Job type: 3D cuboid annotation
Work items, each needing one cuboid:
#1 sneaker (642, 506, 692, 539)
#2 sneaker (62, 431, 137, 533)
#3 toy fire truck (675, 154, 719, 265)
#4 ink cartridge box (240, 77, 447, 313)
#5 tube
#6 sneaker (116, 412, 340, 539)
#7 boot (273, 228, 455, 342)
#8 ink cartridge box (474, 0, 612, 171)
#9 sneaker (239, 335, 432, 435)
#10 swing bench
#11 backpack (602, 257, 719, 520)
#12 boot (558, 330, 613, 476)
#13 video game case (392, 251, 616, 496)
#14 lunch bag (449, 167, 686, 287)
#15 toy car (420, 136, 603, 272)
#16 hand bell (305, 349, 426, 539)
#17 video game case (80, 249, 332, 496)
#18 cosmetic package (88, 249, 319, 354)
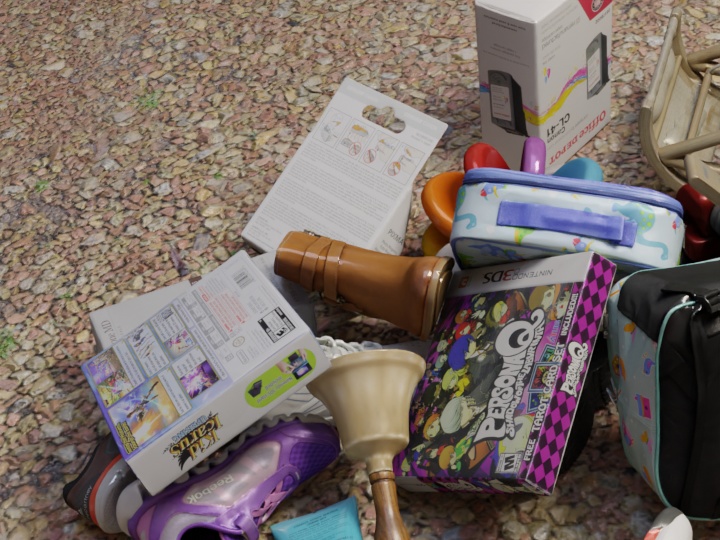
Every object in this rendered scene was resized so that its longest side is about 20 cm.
[{"bbox_3d":[0.242,0.269,1.159,0.107,0.068,0.202,12,46,24],"label":"sneaker"},{"bbox_3d":[-0.191,0.145,1.405,0.081,0.078,0.200,11,40,36],"label":"sneaker"},{"bbox_3d":[0.333,-0.039,1.419,0.127,0.201,0.177,-15,38,-9],"label":"toy fire truck"},{"bbox_3d":[-0.009,-0.077,1.592,0.162,0.057,0.201,30,80,40],"label":"ink cartridge box"},{"bbox_3d":[-0.019,0.253,1.254,0.077,0.051,0.201,-16,34,-5],"label":"tube"},{"bbox_3d":[-0.100,0.194,1.325,0.199,0.081,0.089,-25,47,-12],"label":"sneaker"},{"bbox_3d":[0.000,0.000,1.418,0.154,0.077,0.200,21,-1,-3],"label":"boot"},{"bbox_3d":[0.198,-0.220,1.681,0.085,0.201,0.147,23,48,34],"label":"ink cartridge box"},{"bbox_3d":[-0.017,0.098,1.415,0.198,0.088,0.075,-17,36,-12],"label":"sneaker"},{"bbox_3d":[0.403,-0.172,1.642,0.198,0.131,0.200,2,39,23],"label":"swing bench"},{"bbox_3d":[0.286,0.091,1.268,0.174,0.202,0.153,-10,16,-16],"label":"backpack"},{"bbox_3d":[0.144,0.108,1.396,0.131,0.070,0.200,11,31,29],"label":"boot"},{"bbox_3d":[0.116,0.087,1.310,0.181,0.036,0.202,-9,57,54],"label":"video game case"},{"bbox_3d":[0.181,-0.030,1.372,0.198,0.161,0.083,8,79,12],"label":"lunch bag"},{"bbox_3d":[0.154,-0.058,1.525,0.198,0.151,0.176,-2,38,10],"label":"toy car"},{"bbox_3d":[0.017,0.177,1.285,0.103,0.104,0.202,-9,66,1],"label":"hand bell"},{"bbox_3d":[-0.136,0.081,1.342,0.181,0.046,0.200,-35,28,-6],"label":"video game case"},{"bbox_3d":[-0.148,0.061,1.502,0.198,0.075,0.102,-18,37,-14],"label":"cosmetic package"}]
